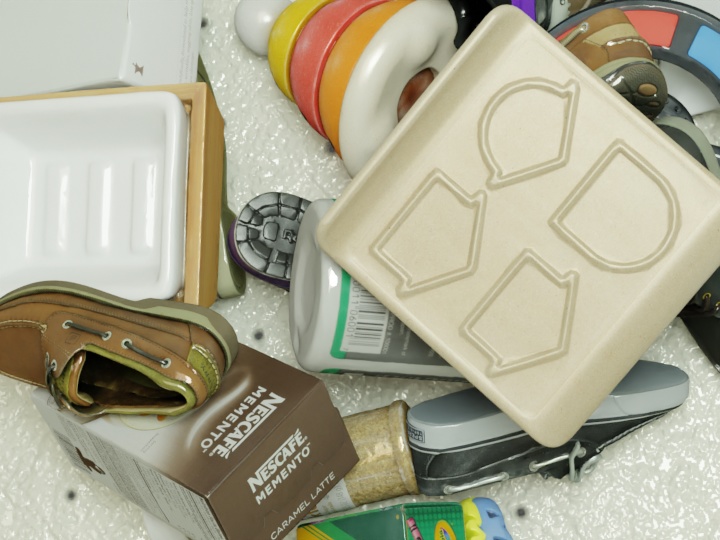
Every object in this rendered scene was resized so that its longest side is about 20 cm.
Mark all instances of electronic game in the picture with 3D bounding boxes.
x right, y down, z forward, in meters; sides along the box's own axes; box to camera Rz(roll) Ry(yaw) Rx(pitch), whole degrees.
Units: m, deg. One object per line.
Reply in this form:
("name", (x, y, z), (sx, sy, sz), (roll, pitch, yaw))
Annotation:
("electronic game", (0.190, -0.085, 1.060), (0.197, 0.042, 0.203), (5, 113, 13))

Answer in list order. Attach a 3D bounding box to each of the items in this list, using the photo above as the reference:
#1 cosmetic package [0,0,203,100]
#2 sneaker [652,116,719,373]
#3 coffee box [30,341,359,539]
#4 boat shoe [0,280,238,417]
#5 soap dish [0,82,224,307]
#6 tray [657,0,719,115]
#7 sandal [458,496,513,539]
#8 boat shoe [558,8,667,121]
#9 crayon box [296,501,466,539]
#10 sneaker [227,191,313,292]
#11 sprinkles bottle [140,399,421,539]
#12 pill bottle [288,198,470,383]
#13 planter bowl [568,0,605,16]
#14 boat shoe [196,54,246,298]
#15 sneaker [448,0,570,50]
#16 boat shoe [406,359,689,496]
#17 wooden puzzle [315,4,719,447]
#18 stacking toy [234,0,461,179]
("cosmetic package", (-0.215, -0.169, 1.154), (0.198, 0.081, 0.114), (-3, 76, 35))
("sneaker", (0.206, 0.012, 1.013), (0.106, 0.074, 0.201), (-40, 108, -36))
("coffee box", (-0.114, 0.105, 1.054), (0.199, 0.080, 0.114), (20, 54, 41))
("boat shoe", (-0.180, 0.055, 1.019), (0.198, 0.073, 0.068), (-1, 38, 27))
("soap dish", (-0.185, -0.044, 1.091), (0.198, 0.081, 0.160), (-1, 85, 26))
("tray", (0.246, -0.202, 1.048), (0.106, 0.202, 0.022), (-13, 35, -5))
("sandal", (0.105, 0.250, 1.048), (0.086, 0.080, 0.202), (-3, 67, -25))
("boat shoe", (0.121, -0.097, 1.024), (0.200, 0.075, 0.075), (-38, 54, 42))
("crayon box", (0.021, 0.262, 1.033), (0.118, 0.058, 0.203), (-21, 71, 49))
("sneaker", (0.000, 0.000, 1.118), (0.198, 0.088, 0.077), (23, 77, -9))
("sprinkles bottle", (-0.055, 0.146, 1.098), (0.198, 0.068, 0.069), (-15, 76, 10))
("pill bottle", (0.059, 0.017, 1.026), (0.197, 0.113, 0.115), (5, 79, -14))
("planter bowl", (0.156, -0.289, 1.084), (0.134, 0.201, 0.201), (-27, 73, -21))
("boat shoe", (-0.136, -0.074, 1.157), (0.068, 0.075, 0.203), (-12, 75, 9))
("sneaker", (0.072, -0.231, 1.019), (0.099, 0.069, 0.202), (-28, 115, -22))
("boat shoe", (0.130, 0.111, 1.055), (0.197, 0.074, 0.069), (-13, 108, -14))
("wooden puzzle", (0.102, -0.026, 0.932), (0.200, 0.046, 0.186), (40, 97, 1))
("stacking toy", (-0.018, -0.155, 1.139), (0.199, 0.146, 0.147), (31, 87, 36))
